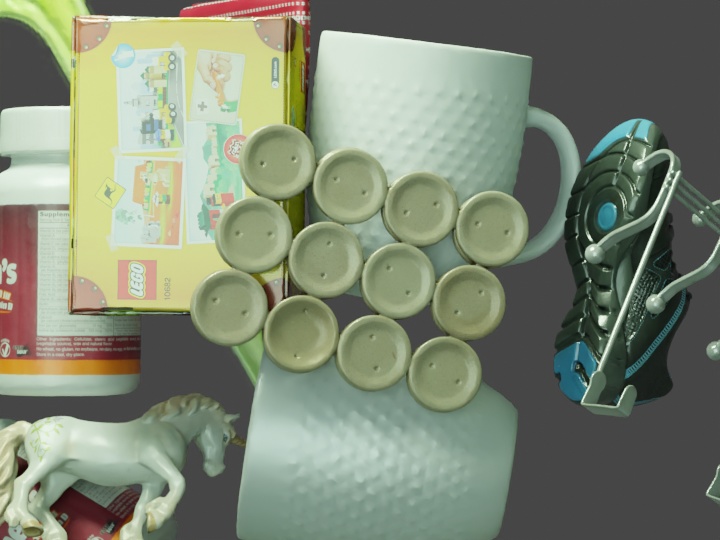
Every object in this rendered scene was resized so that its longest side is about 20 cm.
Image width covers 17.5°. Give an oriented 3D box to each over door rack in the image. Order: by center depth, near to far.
[{"bbox_3d":[0.211,0.041,1.547,0.067,0.148,0.200,-15,50,45],"label":"over door rack"}]

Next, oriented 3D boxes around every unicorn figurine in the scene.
[{"bbox_3d":[-0.162,0.136,1.610,0.200,0.074,0.137,13,47,-10],"label":"unicorn figurine"}]

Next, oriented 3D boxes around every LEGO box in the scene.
[{"bbox_3d":[-0.115,-0.068,1.566,0.149,0.077,0.200,1,89,7],"label":"LEGO box"}]

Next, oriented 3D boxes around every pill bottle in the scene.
[{"bbox_3d":[-0.211,-0.013,1.666,0.110,0.110,0.200,0,89,11],"label":"pill bottle"},{"bbox_3d":[-0.241,0.174,1.677,0.200,0.110,0.110,29,95,10],"label":"pill bottle"}]

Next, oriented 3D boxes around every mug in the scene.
[{"bbox_3d":[0.011,0.147,1.613,0.175,0.148,0.200,9,118,1],"label":"mug"},{"bbox_3d":[0.059,-0.066,1.616,0.200,0.148,0.175,6,95,-20],"label":"mug"}]

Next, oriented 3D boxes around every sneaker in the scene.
[{"bbox_3d":[0.187,-0.004,1.619,0.082,0.073,0.200,8,94,-32],"label":"sneaker"}]

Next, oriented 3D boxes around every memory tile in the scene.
[{"bbox_3d":[0.000,0.000,1.520,0.200,0.017,0.153,18,86,-11],"label":"memory tile"}]

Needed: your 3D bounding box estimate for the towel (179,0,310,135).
[{"bbox_3d":[-0.087,-0.095,1.653,0.145,0.022,0.200,2,89,51],"label":"towel"}]
